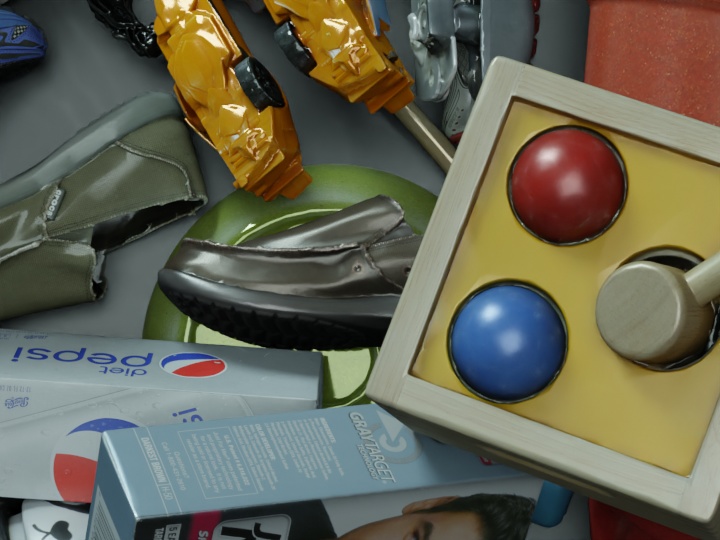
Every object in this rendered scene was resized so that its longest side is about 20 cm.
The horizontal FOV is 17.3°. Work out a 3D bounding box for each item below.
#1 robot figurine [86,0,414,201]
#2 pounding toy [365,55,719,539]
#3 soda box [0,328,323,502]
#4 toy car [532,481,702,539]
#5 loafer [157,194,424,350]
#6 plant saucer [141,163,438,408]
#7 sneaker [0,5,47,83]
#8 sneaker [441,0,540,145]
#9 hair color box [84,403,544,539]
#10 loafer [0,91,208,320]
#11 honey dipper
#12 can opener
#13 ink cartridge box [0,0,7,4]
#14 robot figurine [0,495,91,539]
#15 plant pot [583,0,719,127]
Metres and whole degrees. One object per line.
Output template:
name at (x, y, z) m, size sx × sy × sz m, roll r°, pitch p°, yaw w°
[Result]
robot figurine at (-0.060, -0.140, 1.189) m, size 0.145 × 0.058 × 0.201 m, roll -37°, pitch 62°, yaw 16°
pounding toy at (0.128, 0.005, 0.996) m, size 0.199 × 0.142 × 0.185 m, roll 19°, pitch 83°, yaw 16°
soda box at (-0.118, 0.073, 1.147) m, size 0.198 × 0.068 × 0.064 m, roll 4°, pitch 109°, yaw 0°
toy car at (0.146, 0.152, 1.097) m, size 0.183 × 0.177 × 0.201 m, roll 19°, pitch 57°, yaw 3°
loafer at (0.000, 0.000, 1.164) m, size 0.198 × 0.073 × 0.072 m, roll 5°, pitch 75°, yaw -2°
plant saucer at (-0.016, 0.044, 1.205) m, size 0.198 × 0.031 × 0.202 m, roll 0°, pitch 86°, yaw 2°
sneaker at (-0.238, -0.067, 1.189) m, size 0.199 × 0.075 × 0.079 m, roll -34°, pitch 88°, yaw -24°
sneaker at (0.053, -0.161, 1.220) m, size 0.081 × 0.078 × 0.202 m, roll 0°, pitch 76°, yaw 8°
hair color box at (-0.023, 0.120, 1.086) m, size 0.198 × 0.100 × 0.061 m, roll -5°, pitch 39°, yaw -23°
loafer at (-0.161, -0.011, 1.196) m, size 0.199 × 0.075 × 0.070 m, roll -36°, pitch 80°, yaw -4°
honey dipper at (0.033, -0.071, 1.223) m, size 0.038 × 0.038 × 0.200 m, roll -39°, pitch 87°, yaw -4°
can opener at (0.047, -0.179, 1.168) m, size 0.066 × 0.053 × 0.202 m, roll 2°, pitch 78°, yaw -16°
ink cartridge box at (-0.220, -0.172, 1.138) m, size 0.116 × 0.200 × 0.068 m, roll -24°, pitch 84°, yaw 27°
robot figurine at (-0.190, 0.186, 1.147) m, size 0.199 × 0.125 × 0.151 m, roll -23°, pitch 89°, yaw -2°
plant pot at (0.187, -0.069, 1.152) m, size 0.199 × 0.201 × 0.197 m, roll 11°, pitch 91°, yaw 2°
